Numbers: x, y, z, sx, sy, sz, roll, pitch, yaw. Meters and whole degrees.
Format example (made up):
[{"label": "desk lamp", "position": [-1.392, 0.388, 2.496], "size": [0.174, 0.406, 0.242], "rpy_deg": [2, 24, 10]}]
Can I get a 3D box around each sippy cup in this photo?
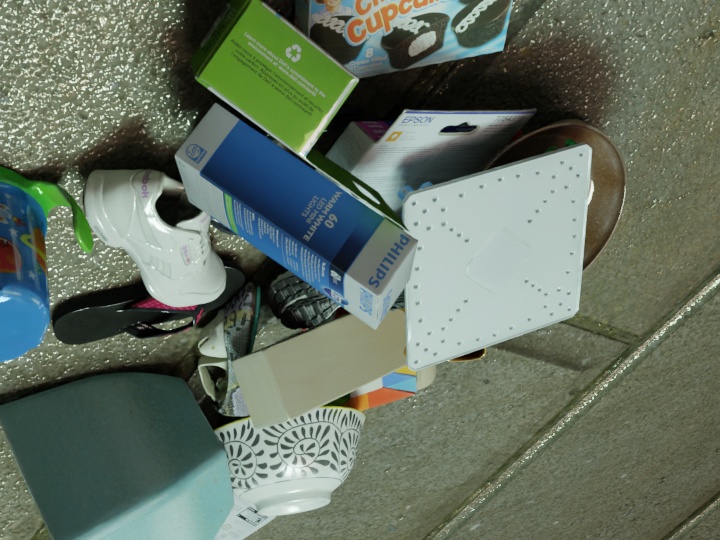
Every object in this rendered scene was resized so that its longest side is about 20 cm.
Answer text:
[{"label": "sippy cup", "position": [-0.320, 0.004, 0.975], "size": [0.138, 0.131, 0.178], "rpy_deg": [17, 126, -43]}]

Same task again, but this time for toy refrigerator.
[{"label": "toy refrigerator", "position": [-0.035, 0.095, 1.226], "size": [0.198, 0.077, 0.070], "rpy_deg": [-21, 180, -43]}]

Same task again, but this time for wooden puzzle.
[{"label": "wooden puzzle", "position": [0.004, 0.124, 1.388], "size": [0.197, 0.038, 0.186], "rpy_deg": [-22, 147, -9]}]

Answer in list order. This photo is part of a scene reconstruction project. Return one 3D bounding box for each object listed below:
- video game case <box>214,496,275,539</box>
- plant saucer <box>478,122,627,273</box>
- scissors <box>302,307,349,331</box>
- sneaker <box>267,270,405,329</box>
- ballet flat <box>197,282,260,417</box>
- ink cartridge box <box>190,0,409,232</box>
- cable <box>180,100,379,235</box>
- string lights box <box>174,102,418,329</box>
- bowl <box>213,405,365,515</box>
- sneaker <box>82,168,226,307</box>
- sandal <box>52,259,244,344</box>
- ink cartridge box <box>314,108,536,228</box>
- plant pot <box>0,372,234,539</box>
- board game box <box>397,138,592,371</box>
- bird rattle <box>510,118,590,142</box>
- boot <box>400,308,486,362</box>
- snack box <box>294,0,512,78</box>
[{"label": "video game case", "position": [-0.230, 0.314, 1.466], "size": [0.180, 0.046, 0.200], "rpy_deg": [-35, 142, 7]}, {"label": "plant saucer", "position": [0.173, -0.061, 1.151], "size": [0.197, 0.037, 0.203], "rpy_deg": [-15, 127, -21]}, {"label": "scissors", "position": [0.010, 0.013, 1.295], "size": [0.200, 0.014, 0.073], "rpy_deg": [-43, 140, 17]}, {"label": "sneaker", "position": [0.000, 0.000, 1.177], "size": [0.197, 0.080, 0.075], "rpy_deg": [-12, 113, 28]}, {"label": "ballet flat", "position": [-0.142, 0.091, 1.247], "size": [0.071, 0.073, 0.202], "rpy_deg": [-13, 140, -18]}, {"label": "ink cartridge box", "position": [-0.033, -0.130, 0.912], "size": [0.199, 0.148, 0.076], "rpy_deg": [35, 97, -17]}, {"label": "cable", "position": [-0.065, -0.096, 1.085], "size": [0.197, 0.051, 0.165], "rpy_deg": [-5, 138, -29]}, {"label": "string lights box", "position": [-0.052, -0.041, 0.945], "size": [0.059, 0.199, 0.103], "rpy_deg": [-54, 172, -15]}, {"label": "bowl", "position": [-0.084, 0.233, 1.365], "size": [0.197, 0.096, 0.201], "rpy_deg": [-9, 161, -3]}, {"label": "sneaker", "position": [-0.166, -0.026, 1.060], "size": [0.098, 0.076, 0.200], "rpy_deg": [-8, 150, 23]}, {"label": "sandal", "position": [-0.207, 0.044, 1.163], "size": [0.197, 0.045, 0.076], "rpy_deg": [-17, 142, -14]}, {"label": "ink cartridge box", "position": [0.042, -0.100, 1.099], "size": [0.195, 0.044, 0.200], "rpy_deg": [-8, 149, -46]}, {"label": "plant pot", "position": [-0.247, 0.225, 1.242], "size": [0.198, 0.197, 0.197], "rpy_deg": [-25, 144, -19]}, {"label": "board game box", "position": [0.127, -0.015, 1.116], "size": [0.197, 0.026, 0.203], "rpy_deg": [-17, 127, -19]}, {"label": "bird rattle", "position": [0.188, -0.099, 1.236], "size": [0.162, 0.113, 0.201], "rpy_deg": [-35, 131, -9]}, {"label": "boot", "position": [0.099, 0.039, 1.261], "size": [0.200, 0.145, 0.071], "rpy_deg": [11, 128, -50]}, {"label": "snack box", "position": [0.040, -0.230, 1.004], "size": [0.197, 0.037, 0.117], "rpy_deg": [-14, 141, -18]}]
